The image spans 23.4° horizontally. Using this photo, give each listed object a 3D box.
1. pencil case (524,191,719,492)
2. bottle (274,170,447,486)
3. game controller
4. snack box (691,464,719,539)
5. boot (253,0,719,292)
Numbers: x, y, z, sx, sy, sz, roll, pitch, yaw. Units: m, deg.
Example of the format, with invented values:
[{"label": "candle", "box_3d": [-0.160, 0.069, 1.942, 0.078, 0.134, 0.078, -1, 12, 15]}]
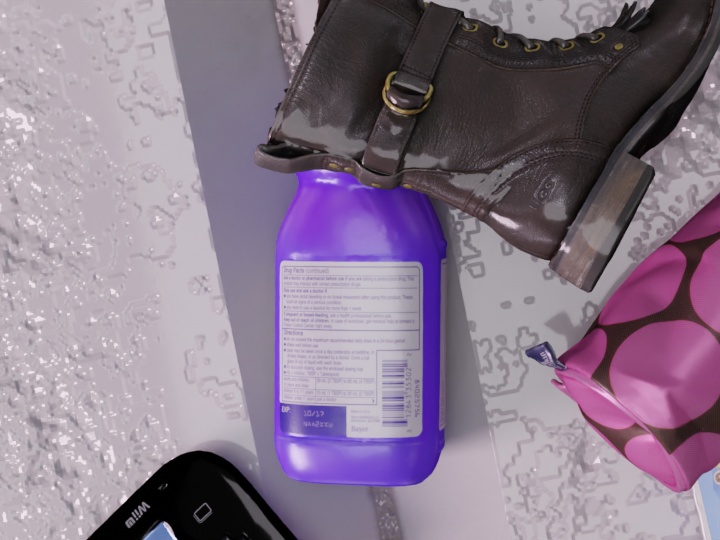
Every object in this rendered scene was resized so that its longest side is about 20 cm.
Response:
[{"label": "pencil case", "box_3d": [0.172, -0.002, 0.780, 0.200, 0.094, 0.091, -46, 105, -6]}, {"label": "bottle", "box_3d": [0.000, 0.000, 0.831, 0.083, 0.065, 0.202, 0, 92, 11]}, {"label": "game controller", "box_3d": [-0.115, 0.185, 0.871, 0.200, 0.042, 0.104, -44, 86, 8]}, {"label": "snack box", "box_3d": [0.197, 0.117, 0.826, 0.071, 0.024, 0.202, -13, 91, 11]}, {"label": "boot", "box_3d": [0.063, -0.099, 0.781, 0.173, 0.069, 0.201, 27, 65, 7]}]
